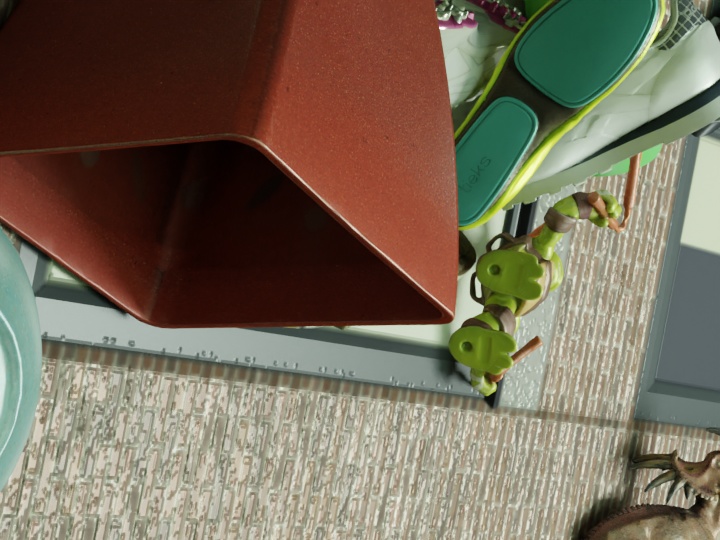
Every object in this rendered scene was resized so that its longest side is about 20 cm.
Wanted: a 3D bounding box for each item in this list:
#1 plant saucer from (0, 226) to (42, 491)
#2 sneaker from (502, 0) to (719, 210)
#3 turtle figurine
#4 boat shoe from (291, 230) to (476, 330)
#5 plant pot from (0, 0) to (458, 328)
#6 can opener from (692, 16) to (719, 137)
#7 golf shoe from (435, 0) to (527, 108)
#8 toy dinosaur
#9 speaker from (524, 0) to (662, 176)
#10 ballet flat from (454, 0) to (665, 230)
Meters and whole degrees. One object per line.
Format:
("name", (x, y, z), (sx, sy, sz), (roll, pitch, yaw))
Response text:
("plant saucer", (-0.216, 0.058, 1.020), (0.201, 0.039, 0.201), (-15, 110, -50))
("sneaker", (0.139, -0.103, 1.358), (0.081, 0.200, 0.076), (61, 9, -14))
("turtle figurine", (0.107, 0.001, 1.364), (0.200, 0.064, 0.161), (-56, 172, 18))
("boat shoe", (0.000, 0.000, 1.277), (0.076, 0.072, 0.200), (-52, 159, 21))
("plant pot", (-0.063, -0.092, 1.070), (0.200, 0.200, 0.177), (41, 56, -49))
("can opener", (0.303, -0.185, 1.635), (0.063, 0.079, 0.200), (42, 54, -5))
("golf shoe", (0.051, -0.131, 1.313), (0.200, 0.075, 0.092), (1, 122, -55))
("toy dinosaur", (0.217, 0.204, 1.592), (0.200, 0.086, 0.136), (-22, 106, -30))
("speaker", (0.152, -0.167, 1.407), (0.088, 0.088, 0.200), (-40, 128, -40))
("ballet flat", (0.110, -0.108, 1.298), (0.200, 0.067, 0.067), (-49, 178, 15))
